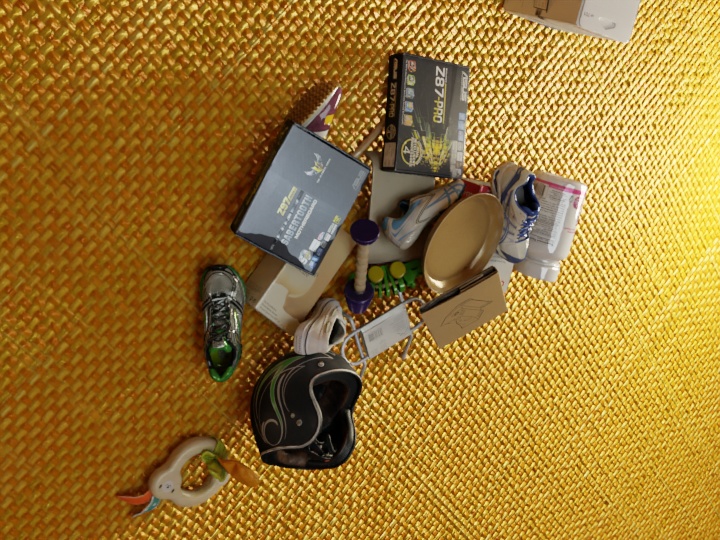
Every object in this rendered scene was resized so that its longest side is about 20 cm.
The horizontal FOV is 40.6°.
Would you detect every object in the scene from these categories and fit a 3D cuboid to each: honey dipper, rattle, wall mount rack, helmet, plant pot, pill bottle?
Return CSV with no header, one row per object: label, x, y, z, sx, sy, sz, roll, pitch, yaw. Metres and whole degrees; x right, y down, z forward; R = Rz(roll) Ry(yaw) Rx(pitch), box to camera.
honey dipper,-0.008,-0.200,1.688,0.201,0.038,0.038,-50,128,-15
rattle,-0.289,0.377,1.637,0.197,0.143,0.132,-20,137,-35
wall mount rack,0.036,0.129,1.819,0.198,0.074,0.177,-28,118,-24
helmet,-0.094,0.233,1.683,0.198,0.198,0.195,24,57,-38
plant pot,0.180,-0.052,1.748,0.198,0.027,0.203,-27,135,-31
pill bottle,0.375,-0.088,1.950,0.112,0.113,0.204,6,104,-36

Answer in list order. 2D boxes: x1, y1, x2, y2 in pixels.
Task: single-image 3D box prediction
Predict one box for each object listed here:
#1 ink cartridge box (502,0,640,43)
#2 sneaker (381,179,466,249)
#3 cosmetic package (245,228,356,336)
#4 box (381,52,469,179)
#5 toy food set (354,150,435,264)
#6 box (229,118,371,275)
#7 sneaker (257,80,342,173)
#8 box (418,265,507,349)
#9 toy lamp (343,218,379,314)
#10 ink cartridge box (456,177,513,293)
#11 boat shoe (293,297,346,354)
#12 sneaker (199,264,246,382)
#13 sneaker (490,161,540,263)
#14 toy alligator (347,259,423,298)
ink cartridge box,0.379,-0.478,1.753,0.144,0.199,0.088,7,104,-37
sneaker,0.116,-0.114,1.725,0.073,0.072,0.199,48,57,5
cosmetic package,-0.107,-0.004,1.664,0.105,0.071,0.202,38,84,-38
box,0.116,-0.269,1.715,0.159,0.049,0.205,3,92,-38
toy food set,0.058,-0.111,1.758,0.141,0.060,0.205,-1,99,-35
box,-0.096,-0.116,1.560,0.156,0.051,0.203,28,95,-24
sneaker,-0.083,-0.215,1.605,0.090,0.075,0.201,35,94,-36
box,0.198,0.074,1.843,0.161,0.022,0.200,-30,154,1
toy lamp,0.000,0.000,1.681,0.058,0.058,0.202,-27,145,-24
ink cartridge box,0.233,-0.065,1.875,0.142,0.083,0.204,6,103,-37
boat shoe,-0.055,0.104,1.675,0.200,0.065,0.075,-50,147,-66
sneaker,-0.223,0.087,1.592,0.076,0.085,0.204,-4,111,-4
sneaker,0.291,-0.097,1.797,0.074,0.088,0.204,-28,122,-27
toy alligator,0.075,0.015,1.772,0.195,0.059,0.055,-11,77,-5
